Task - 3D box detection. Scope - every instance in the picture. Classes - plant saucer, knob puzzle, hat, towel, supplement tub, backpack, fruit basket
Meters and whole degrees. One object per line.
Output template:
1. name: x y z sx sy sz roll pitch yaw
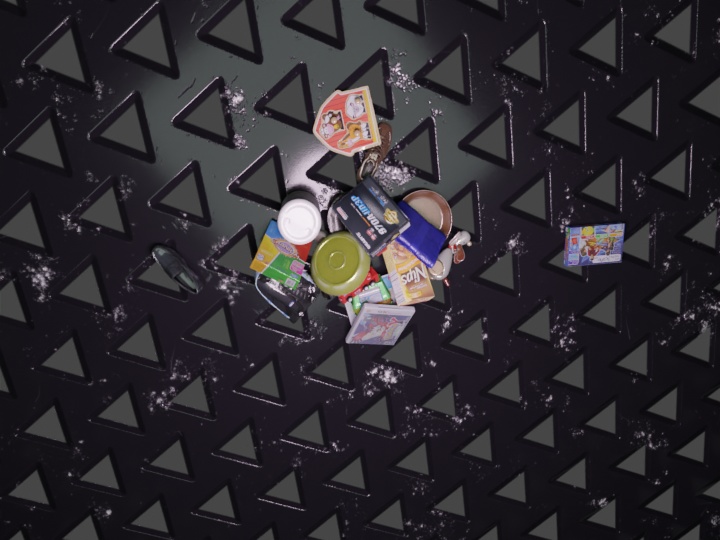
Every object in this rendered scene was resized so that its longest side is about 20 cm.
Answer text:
1. plant saucer: 0.200 -0.161 1.696 0.195 0.037 0.206 -2 106 -6
2. knob puzzle: -0.051 -0.445 1.568 0.213 0.030 0.226 0 93 6
3. hat: -0.011 -0.154 1.654 0.195 0.081 0.207 -1 97 -4
4. towel: 0.168 -0.112 1.621 0.199 0.149 0.050 39 139 -8
5. supplement tub: -0.183 -0.163 1.569 0.128 0.200 0.136 -2 105 -6
6. backpack: -0.249 0.043 1.659 0.198 0.154 0.164 32 103 -36
7. fruit basket: 0.044 0.125 1.728 0.181 0.094 0.205 -16 110 -1
8. plant saucer: -0.067 -0.027 1.573 0.195 0.031 0.206 -5 75 17

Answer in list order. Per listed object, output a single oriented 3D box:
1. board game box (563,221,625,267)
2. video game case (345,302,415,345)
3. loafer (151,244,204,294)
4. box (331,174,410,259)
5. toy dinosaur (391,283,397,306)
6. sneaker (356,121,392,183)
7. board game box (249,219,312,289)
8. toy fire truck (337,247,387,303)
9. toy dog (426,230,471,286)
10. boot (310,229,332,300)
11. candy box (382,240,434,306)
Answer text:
1. board game box: 0.799 -0.090 1.779 0.194 0.035 0.139 -4 106 -5
2. video game case: 0.063 0.180 1.709 0.178 0.023 0.202 5 138 -21
3. loafer: -0.576 -0.003 1.637 0.068 0.071 0.201 -42 105 6
4. box: 0.032 -0.162 1.549 0.158 0.046 0.201 -38 69 0
5. toy dinosaur: 0.141 0.027 1.686 0.084 0.200 0.138 -11 109 38
6. sneaker: 0.049 -0.357 1.606 0.069 0.076 0.204 21 102 -11
7. board game box: -0.239 -0.051 1.596 0.150 0.202 0.041 26 129 -13
8. toy fire truck: 0.000 0.000 1.618 0.198 0.049 0.143 -33 138 -13
9. toy dog: 0.301 -0.030 1.706 0.096 0.132 0.201 44 107 7
10. boot: -0.113 -0.019 1.645 0.130 0.067 0.203 -41 107 -39
11. candy box: 0.146 0.001 1.618 0.113 0.055 0.205 -7 72 -30
